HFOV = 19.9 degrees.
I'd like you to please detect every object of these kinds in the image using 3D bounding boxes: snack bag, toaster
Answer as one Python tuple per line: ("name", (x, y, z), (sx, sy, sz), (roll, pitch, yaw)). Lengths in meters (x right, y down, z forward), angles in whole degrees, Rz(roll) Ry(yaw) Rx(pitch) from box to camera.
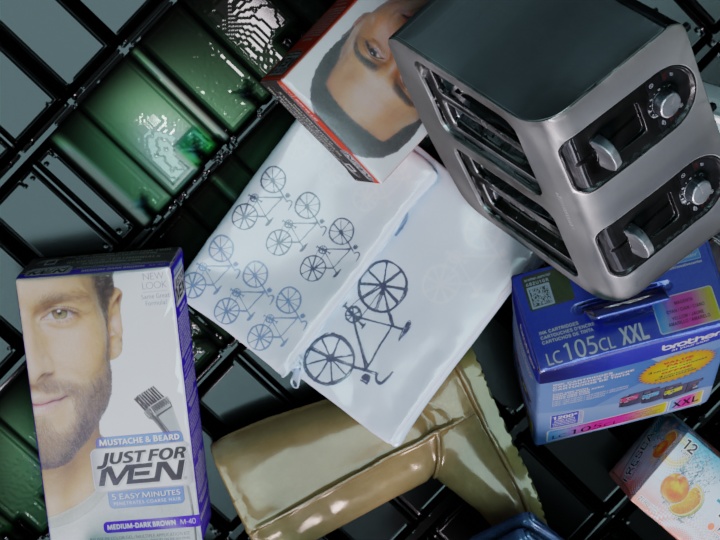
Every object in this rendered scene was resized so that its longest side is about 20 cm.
("snack bag", (0.000, 0.000, 1.420), (0.200, 0.021, 0.189), (38, 94, 3))
("toaster", (0.125, -0.103, 1.292), (0.119, 0.200, 0.181), (-40, 137, -12))

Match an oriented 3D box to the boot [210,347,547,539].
("boot", (0.017, 0.160, 1.468), (0.199, 0.066, 0.176), (-25, 93, -3))

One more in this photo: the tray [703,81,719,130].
("tray", (0.187, -0.094, 1.453), (0.199, 0.022, 0.108), (15, 101, -12))

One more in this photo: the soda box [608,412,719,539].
("soda box", (0.281, 0.191, 1.512), (0.200, 0.064, 0.068), (39, 95, -16))

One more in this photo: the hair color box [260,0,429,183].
("hair color box", (0.039, -0.164, 1.375), (0.101, 0.061, 0.200), (44, 82, -16))

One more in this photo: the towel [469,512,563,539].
("towel", (0.140, 0.240, 1.461), (0.111, 0.049, 0.200), (-31, 136, 32))

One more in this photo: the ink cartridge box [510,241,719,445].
("ink cartridge box", (0.173, 0.042, 1.387), (0.136, 0.200, 0.077), (-15, 67, -1))

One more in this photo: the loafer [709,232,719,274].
("loafer", (0.223, -0.012, 1.447), (0.199, 0.063, 0.072), (12, 131, -9))

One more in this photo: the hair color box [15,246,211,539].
("hair color box", (-0.169, 0.090, 1.413), (0.109, 0.065, 0.201), (-5, 102, 4))
